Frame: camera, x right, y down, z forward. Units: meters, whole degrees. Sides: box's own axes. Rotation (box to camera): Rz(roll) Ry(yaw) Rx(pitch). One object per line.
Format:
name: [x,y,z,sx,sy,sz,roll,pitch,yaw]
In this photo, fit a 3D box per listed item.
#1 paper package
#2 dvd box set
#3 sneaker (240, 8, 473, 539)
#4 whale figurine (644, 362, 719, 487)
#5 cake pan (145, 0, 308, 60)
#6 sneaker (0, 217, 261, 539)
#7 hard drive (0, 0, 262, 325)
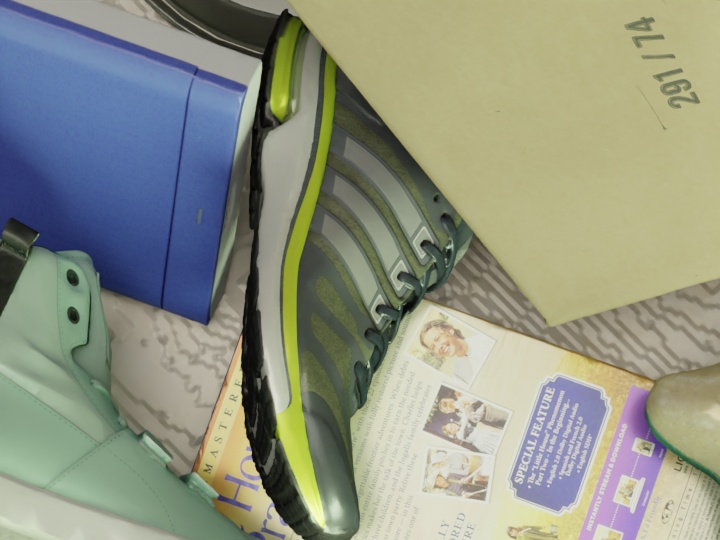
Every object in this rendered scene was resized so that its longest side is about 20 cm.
paper package: [0.095,-0.097,0.754,0.190,0.104,0.200,-18,125,35]
dvd box set: [0.036,0.091,0.850,0.199,0.029,0.147,19,86,5]
sneaker: [0.000,0.000,0.811,0.081,0.074,0.201,4,69,-5]
whale figurine: [0.175,0.117,0.806,0.159,0.104,0.200,-29,76,-17]
cake pan: [-0.015,-0.178,0.877,0.200,0.037,0.201,0,84,4]
sneaker: [-0.082,0.056,0.799,0.200,0.074,0.118,27,58,-22]
hard drive: [-0.140,-0.059,0.833,0.199,0.132,0.025,20,51,5]
